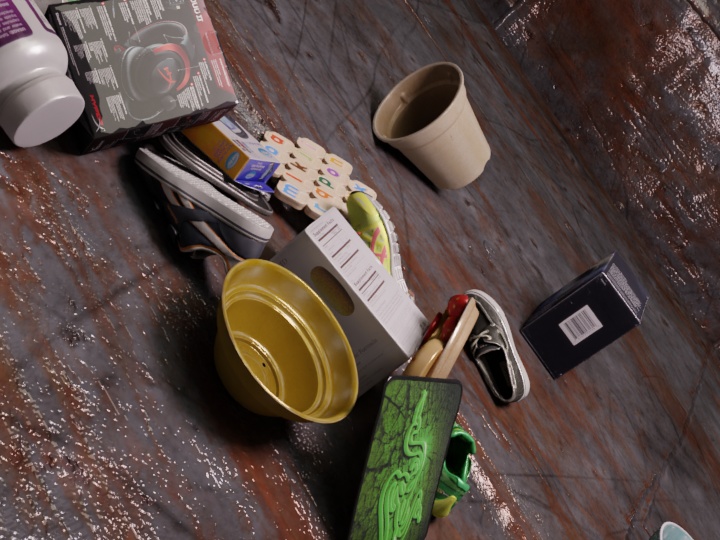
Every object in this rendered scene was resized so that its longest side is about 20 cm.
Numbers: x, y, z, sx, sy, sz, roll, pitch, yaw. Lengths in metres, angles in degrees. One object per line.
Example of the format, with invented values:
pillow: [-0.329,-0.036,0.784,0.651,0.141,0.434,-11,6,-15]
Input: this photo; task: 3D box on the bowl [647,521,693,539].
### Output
bowl: [0.488,0.511,1.396,0.200,0.105,0.202,39,30,-27]

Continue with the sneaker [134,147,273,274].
sneaker: [-0.196,-0.065,1.026,0.199,0.080,0.078,35,13,21]

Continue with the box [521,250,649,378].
box: [0.437,0.082,1.725,0.124,0.199,0.198,53,26,4]

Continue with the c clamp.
c clamp: [-0.183,-0.128,1.132,0.199,0.027,0.171,33,14,-39]

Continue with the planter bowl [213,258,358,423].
planter bowl: [-0.099,0.095,0.972,0.200,0.083,0.202,38,30,-26]

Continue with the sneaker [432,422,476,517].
sneaker: [0.115,0.227,1.158,0.074,0.083,0.202,38,30,-26]

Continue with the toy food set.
toy food set: [0.086,0.120,1.111,0.048,0.199,0.201,28,57,7]

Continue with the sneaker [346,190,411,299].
sneaker: [0.007,-0.009,1.226,0.089,0.078,0.203,-16,90,-19]

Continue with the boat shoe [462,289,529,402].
boat shoe: [0.214,0.121,1.460,0.063,0.070,0.202,4,56,-58]

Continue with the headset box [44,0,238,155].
headset box: [-0.240,-0.232,1.008,0.198,0.075,0.151,-21,93,-31]

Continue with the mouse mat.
mouse mat: [0.052,0.217,0.996,0.007,0.203,0.160,16,3,38]

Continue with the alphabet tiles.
alphabet tiles: [-0.066,-0.134,1.313,0.194,0.015,0.201,29,30,-10]

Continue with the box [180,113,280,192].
box: [-0.184,-0.176,1.136,0.199,0.042,0.119,41,12,8]

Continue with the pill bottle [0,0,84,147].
pill bottle: [-0.367,-0.229,0.897,0.201,0.112,0.112,55,27,5]

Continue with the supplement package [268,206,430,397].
supplement package: [-0.024,0.041,1.123,0.201,0.113,0.110,50,26,-3]

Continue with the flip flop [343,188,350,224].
flip flop: [0.008,-0.068,1.367,0.081,0.057,0.202,-2,58,-59]

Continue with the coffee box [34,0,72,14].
coffee box: [-0.351,-0.302,1.022,0.200,0.044,0.124,42,64,-20]

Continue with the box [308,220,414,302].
box: [0.000,0.000,1.294,0.200,0.041,0.039,41,28,-25]

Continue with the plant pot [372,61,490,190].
plant pot: [0.153,-0.262,1.718,0.184,0.198,0.202,48,24,-35]
